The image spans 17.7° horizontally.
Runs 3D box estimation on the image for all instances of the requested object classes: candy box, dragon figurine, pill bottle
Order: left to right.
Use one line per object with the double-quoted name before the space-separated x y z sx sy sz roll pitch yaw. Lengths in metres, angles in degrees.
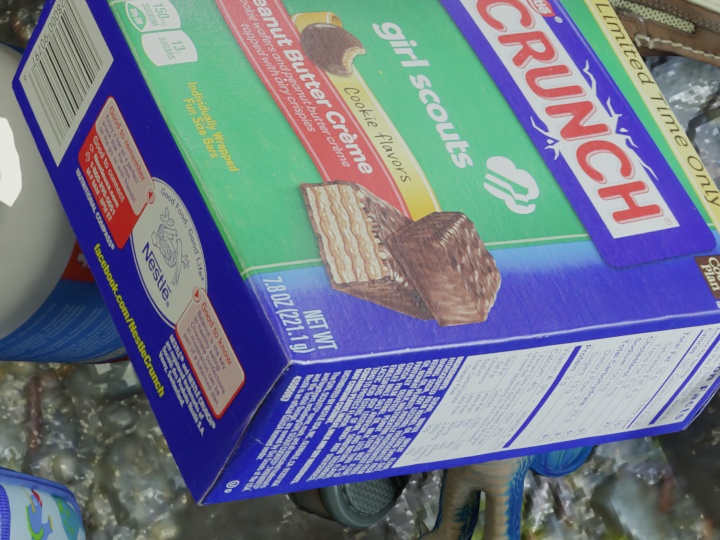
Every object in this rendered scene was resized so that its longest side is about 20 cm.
"pill bottle" -0.134 -0.024 0.825 0.112 0.200 0.113 -1 87 21
"candy box" 0.013 -0.025 0.744 0.077 0.199 0.170 -54 53 41
"dragon figurine" 0.060 0.039 0.856 0.059 0.100 0.201 15 62 16

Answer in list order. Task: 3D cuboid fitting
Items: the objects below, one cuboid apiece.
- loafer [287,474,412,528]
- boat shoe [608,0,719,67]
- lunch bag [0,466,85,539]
"loafer" 0.000 0.000 0.884 0.063 0.072 0.201 2 69 33
"boat shoe" 0.081 -0.106 0.873 0.201 0.075 0.075 24 110 -5
"lunch bag" -0.157 0.166 0.820 0.082 0.161 0.201 3 76 13
